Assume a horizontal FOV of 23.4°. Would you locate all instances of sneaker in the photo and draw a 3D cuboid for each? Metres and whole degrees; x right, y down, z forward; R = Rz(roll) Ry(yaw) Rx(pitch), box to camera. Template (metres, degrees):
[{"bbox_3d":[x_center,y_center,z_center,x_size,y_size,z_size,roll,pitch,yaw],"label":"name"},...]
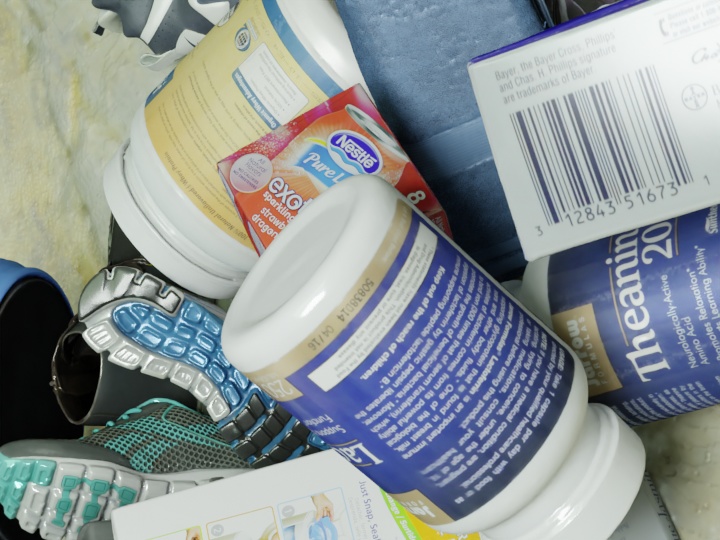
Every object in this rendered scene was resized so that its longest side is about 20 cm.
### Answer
[{"bbox_3d":[-0.144,0.123,1.112,0.078,0.199,0.091,-55,40,35],"label":"sneaker"},{"bbox_3d":[-0.153,-0.230,1.247,0.129,0.079,0.200,-33,72,19],"label":"sneaker"},{"bbox_3d":[-0.157,0.013,1.186,0.075,0.106,0.201,-20,70,33],"label":"sneaker"},{"bbox_3d":[-0.085,0.059,1.119,0.200,0.087,0.075,38,96,-4],"label":"sneaker"}]

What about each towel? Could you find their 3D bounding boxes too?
[{"bbox_3d":[0.070,-0.092,0.996,0.111,0.049,0.201,-19,110,17],"label":"towel"}]

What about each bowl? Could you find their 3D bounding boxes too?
[{"bbox_3d":[-0.229,0.093,1.134,0.039,0.201,0.202,1,81,12],"label":"bowl"}]

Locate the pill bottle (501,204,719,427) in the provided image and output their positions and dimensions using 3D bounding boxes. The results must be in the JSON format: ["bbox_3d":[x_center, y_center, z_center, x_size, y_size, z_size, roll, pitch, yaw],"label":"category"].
[{"bbox_3d":[0.155,0.024,0.932,0.199,0.111,0.111,-19,70,29],"label":"pill bottle"}]

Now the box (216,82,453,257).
[{"bbox_3d":[0.000,0.000,1.000,0.095,0.200,0.100,-29,60,-5],"label":"box"}]

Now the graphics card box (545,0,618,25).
[{"bbox_3d":[0.127,-0.204,1.045,0.125,0.051,0.201,-32,65,28],"label":"graphics card box"}]

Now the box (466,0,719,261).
[{"bbox_3d":[0.179,-0.096,0.865,0.183,0.200,0.105,-17,95,27],"label":"box"}]

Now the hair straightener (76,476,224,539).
[{"bbox_3d":[-0.075,0.161,1.063,0.199,0.077,0.041,-3,48,-3],"label":"hair straightener"}]

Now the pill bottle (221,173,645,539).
[{"bbox_3d":[0.039,0.056,0.853,0.116,0.200,0.116,-44,18,18],"label":"pill bottle"}]

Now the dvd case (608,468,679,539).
[{"bbox_3d":[0.117,0.172,0.999,0.142,0.018,0.201,-36,62,26],"label":"dvd case"}]

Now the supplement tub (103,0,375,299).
[{"bbox_3d":[-0.054,-0.090,1.102,0.200,0.144,0.145,-42,59,23],"label":"supplement tub"}]

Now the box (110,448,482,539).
[{"bbox_3d":[-0.022,0.171,0.964,0.199,0.113,0.102,-16,58,0],"label":"box"}]
